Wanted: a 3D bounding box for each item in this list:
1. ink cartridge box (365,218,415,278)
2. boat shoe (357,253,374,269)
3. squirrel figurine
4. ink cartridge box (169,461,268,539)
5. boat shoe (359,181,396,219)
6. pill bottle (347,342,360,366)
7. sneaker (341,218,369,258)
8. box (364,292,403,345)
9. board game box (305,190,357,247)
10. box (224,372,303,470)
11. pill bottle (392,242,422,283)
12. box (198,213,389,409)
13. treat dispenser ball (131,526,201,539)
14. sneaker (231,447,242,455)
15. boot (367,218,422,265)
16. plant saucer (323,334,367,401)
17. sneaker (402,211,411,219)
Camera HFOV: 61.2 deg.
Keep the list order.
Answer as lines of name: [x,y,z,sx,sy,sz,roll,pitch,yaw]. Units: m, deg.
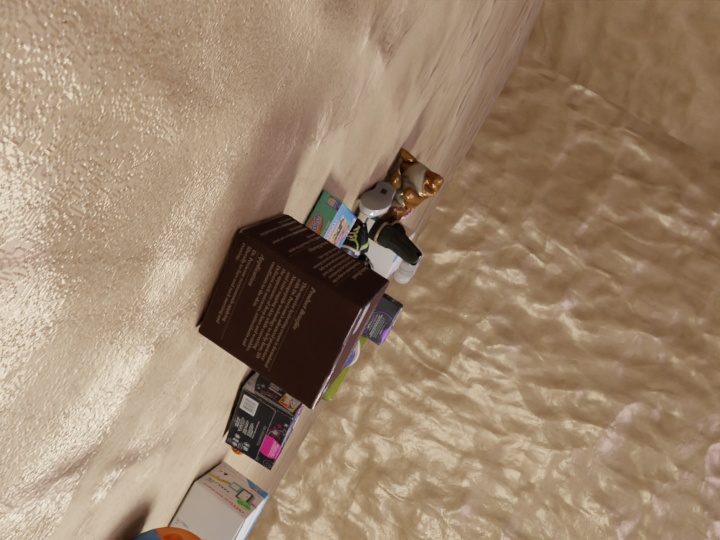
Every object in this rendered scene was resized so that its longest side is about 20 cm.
ink cartridge box: [0.068,-0.076,1.737,0.131,0.123,0.200,-62,172,17]
boat shoe: [0.000,0.000,1.477,0.074,0.061,0.200,-64,172,8]
squirrel figurine: [0.121,-0.196,1.637,0.189,0.140,0.200,-54,170,4]
ink cartridge box: [-0.326,0.564,1.400,0.149,0.144,0.200,-59,173,-1]
boat shoe: [0.040,-0.154,1.462,0.200,0.072,0.067,-44,159,-61]
pill bottle: [-0.101,0.190,1.443,0.197,0.116,0.118,-9,135,-48]
sneaker: [-0.025,-0.080,1.419,0.200,0.069,0.086,-35,130,-75]
box: [0.006,0.100,1.690,0.124,0.197,0.106,-59,172,5]
board game box: [-0.072,-0.060,1.172,0.155,0.044,0.200,-60,173,0]
box: [-0.204,0.314,1.347,0.115,0.130,0.203,-55,171,-53]
pill bottle: [0.230,-0.033,3.010,0.114,0.112,0.202,-53,170,-39]
box: [-0.091,0.049,0.873,0.169,0.197,0.164,-61,173,18]
treat dispenser ball: [-0.342,0.553,1.047,0.204,0.198,0.201,-58,172,-13]
sneaker: [-0.255,0.362,1.500,0.077,0.073,0.201,-34,-168,50]
boot: [0.106,-0.060,1.506,0.079,0.137,0.199,-58,164,17]
plant saucer: [-0.107,0.221,1.605,0.203,0.196,0.048,-57,134,-22]
sneaker: [0.141,-0.246,1.873,0.202,0.077,0.097,-57,150,-29]
